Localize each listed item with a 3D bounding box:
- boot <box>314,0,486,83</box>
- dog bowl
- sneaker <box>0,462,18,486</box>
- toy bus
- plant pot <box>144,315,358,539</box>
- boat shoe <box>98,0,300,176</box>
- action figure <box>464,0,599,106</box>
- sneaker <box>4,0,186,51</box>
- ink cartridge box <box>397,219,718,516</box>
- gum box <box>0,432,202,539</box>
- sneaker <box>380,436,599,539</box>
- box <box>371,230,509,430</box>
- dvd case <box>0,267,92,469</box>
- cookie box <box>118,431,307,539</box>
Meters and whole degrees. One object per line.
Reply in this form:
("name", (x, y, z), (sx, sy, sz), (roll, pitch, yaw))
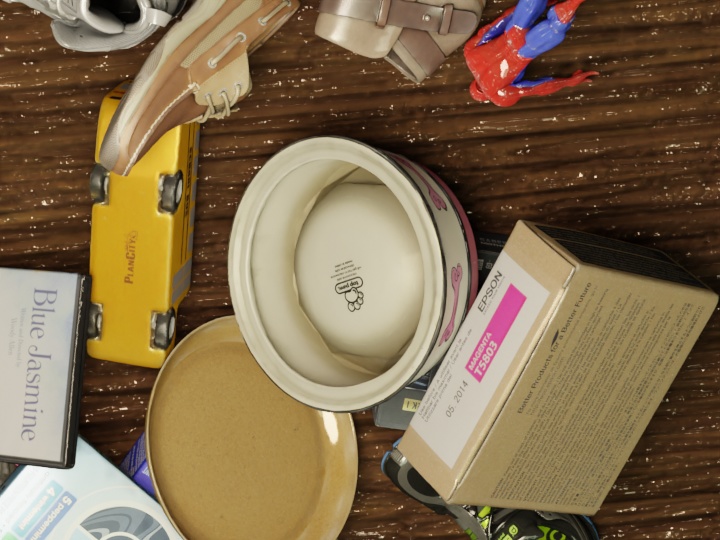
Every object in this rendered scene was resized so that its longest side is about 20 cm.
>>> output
("boot", (0.009, -0.228, 1.501), (0.200, 0.070, 0.146), (28, 94, -22))
("dog bowl", (0.000, 0.000, 1.547), (0.200, 0.074, 0.200), (4, 97, 37))
("sneaker", (-0.303, 0.216, 1.628), (0.095, 0.079, 0.200), (4, 80, -12))
("toy bus", (-0.160, -0.033, 1.570), (0.065, 0.078, 0.200), (8, 111, 8))
("plant pot", (-0.086, 0.134, 1.603), (0.027, 0.200, 0.200), (-18, 117, 48))
("boat shoe", (-0.109, -0.141, 1.490), (0.072, 0.076, 0.200), (36, 69, -6))
("action figure", (0.140, -0.177, 1.509), (0.099, 0.200, 0.065), (-21, 77, -30))
("sneaker", (-0.218, -0.211, 1.485), (0.200, 0.115, 0.075), (15, 109, -8))
("ink cartridge box", (0.143, 0.074, 1.536), (0.165, 0.075, 0.200), (12, 113, -42))
("gum box", (-0.203, 0.239, 1.587), (0.200, 0.045, 0.170), (42, 85, -10))
("sneaker", (0.108, 0.186, 1.663), (0.200, 0.083, 0.071), (33, 106, -13))
("box", (0.119, 0.055, 1.632), (0.200, 0.051, 0.158), (8, 110, -6))
("dvd case", (-0.294, 0.067, 1.571), (0.200, 0.018, 0.143), (4, 87, 21))
("cookie box", (-0.147, 0.245, 1.680), (0.171, 0.075, 0.200), (32, 107, -12))
